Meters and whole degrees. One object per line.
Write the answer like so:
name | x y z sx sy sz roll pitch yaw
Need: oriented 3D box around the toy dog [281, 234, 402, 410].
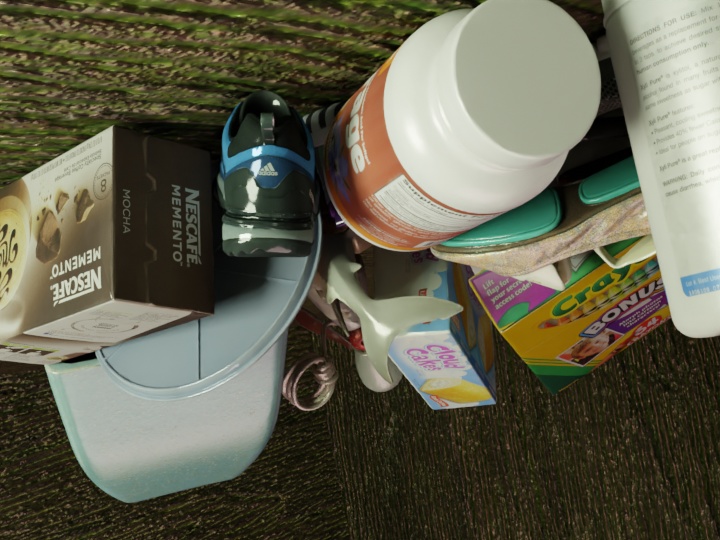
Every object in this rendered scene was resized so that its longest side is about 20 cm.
toy dog | -0.024 0.016 1.005 0.129 0.203 0.097 -11 -148 -16

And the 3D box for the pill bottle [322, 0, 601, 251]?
pill bottle | 0.054 -0.082 0.641 0.110 0.114 0.200 -10 174 -19

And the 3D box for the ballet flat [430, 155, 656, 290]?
ballet flat | 0.144 -0.025 0.729 0.197 0.068 0.069 -16 -150 22

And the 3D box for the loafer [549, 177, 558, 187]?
loafer | 0.114 -0.078 0.780 0.073 0.072 0.201 -46 171 -32

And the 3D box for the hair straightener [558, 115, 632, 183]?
hair straightener | 0.231 -0.122 0.826 0.197 0.078 0.041 -17 -159 -20

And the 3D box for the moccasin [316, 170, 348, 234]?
moccasin | -0.064 -0.044 0.895 0.198 0.075 0.078 -14 150 4

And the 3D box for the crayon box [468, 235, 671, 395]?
crayon box | 0.200 0.001 0.860 0.199 0.059 0.172 -35 151 8

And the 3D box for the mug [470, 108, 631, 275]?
mug | 0.164 -0.065 0.924 0.173 0.150 0.200 -26 167 12

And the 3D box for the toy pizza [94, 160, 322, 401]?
toy pizza | -0.110 0.005 0.804 0.197 0.203 0.032 -15 144 23

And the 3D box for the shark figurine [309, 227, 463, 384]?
shark figurine | -0.005 -0.008 0.808 0.089 0.129 0.214 -42 -168 -5

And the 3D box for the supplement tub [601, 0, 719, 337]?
supplement tub | 0.212 -0.075 0.596 0.129 0.204 0.132 -12 176 -1

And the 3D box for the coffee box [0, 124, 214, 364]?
coffee box | -0.190 -0.009 0.756 0.079 0.115 0.198 12 160 -44

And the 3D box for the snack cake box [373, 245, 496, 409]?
snack cake box | 0.069 0.038 0.984 0.066 0.117 0.200 -7 156 16

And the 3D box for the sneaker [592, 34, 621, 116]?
sneaker | 0.212 -0.121 0.714 0.077 0.093 0.198 -6 172 -44

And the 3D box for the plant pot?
plant pot | -0.176 0.088 0.981 0.192 0.203 0.197 -10 -143 -16

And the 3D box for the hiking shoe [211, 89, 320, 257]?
hiking shoe | -0.055 -0.072 0.703 0.073 0.088 0.200 2 -164 -11

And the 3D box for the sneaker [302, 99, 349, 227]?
sneaker | 0.031 -0.072 0.822 0.074 0.089 0.198 -16 174 40
